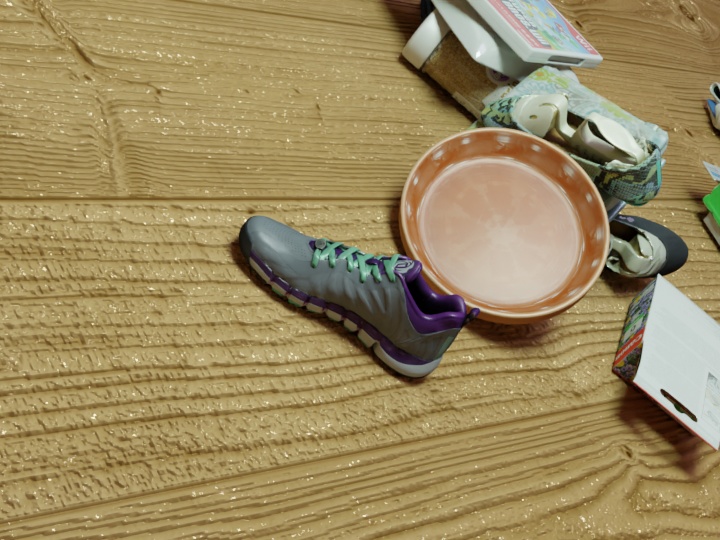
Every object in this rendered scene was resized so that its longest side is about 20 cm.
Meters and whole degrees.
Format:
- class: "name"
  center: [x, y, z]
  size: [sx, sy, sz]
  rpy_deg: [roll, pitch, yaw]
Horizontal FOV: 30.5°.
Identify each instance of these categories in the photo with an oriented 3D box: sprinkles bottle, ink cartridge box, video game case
- class: "sprinkles bottle"
  center: [0.140, -0.200, 1.446]
  size: [0.199, 0.068, 0.068]
  rpy_deg: [40, 34, -2]
- class: "ink cartridge box"
  center: [0.306, 0.098, 1.294]
  size: [0.109, 0.050, 0.200]
  rpy_deg: [39, 35, -4]
- class: "video game case"
  center: [0.181, -0.280, 1.453]
  size: [0.143, 0.017, 0.199]
  rpy_deg: [50, 27, 17]

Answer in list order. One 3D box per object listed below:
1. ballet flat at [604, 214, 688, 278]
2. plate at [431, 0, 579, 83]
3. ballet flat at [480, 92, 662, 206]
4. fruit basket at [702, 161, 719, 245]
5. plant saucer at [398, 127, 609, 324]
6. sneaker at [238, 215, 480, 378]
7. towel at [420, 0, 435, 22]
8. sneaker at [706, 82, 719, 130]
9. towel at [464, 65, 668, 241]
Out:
- class: "ballet flat"
  center: [0.259, -0.027, 1.369]
  size: [0.198, 0.073, 0.074]
  rpy_deg: [21, 38, -17]
- class: "plate"
  center: [0.155, -0.279, 1.473]
  size: [0.198, 0.032, 0.201]
  rpy_deg: [13, 38, -43]
- class: "ballet flat"
  center: [0.208, -0.136, 1.284]
  size: [0.198, 0.075, 0.074]
  rpy_deg: [28, 30, 20]
- class: "fruit basket"
  center: [0.510, -0.042, 1.639]
  size: [0.199, 0.093, 0.187]
  rpy_deg: [22, 36, -52]
- class: "plant saucer"
  center: [0.132, -0.041, 1.225]
  size: [0.197, 0.032, 0.203]
  rpy_deg: [3, 62, -6]
- class: "sneaker"
  center: [0.000, 0.000, 1.068]
  size: [0.199, 0.088, 0.075]
  rpy_deg: [33, 34, -12]
- class: "towel"
  center: [0.158, -0.263, 1.551]
  size: [0.198, 0.049, 0.112]
  rpy_deg: [28, 35, -21]
- class: "sneaker"
  center: [0.566, -0.229, 1.883]
  size: [0.146, 0.081, 0.200]
  rpy_deg: [45, 39, -1]
- class: "towel"
  center: [0.198, -0.114, 1.340]
  size: [0.170, 0.048, 0.200]
  rpy_deg: [34, 57, 24]
